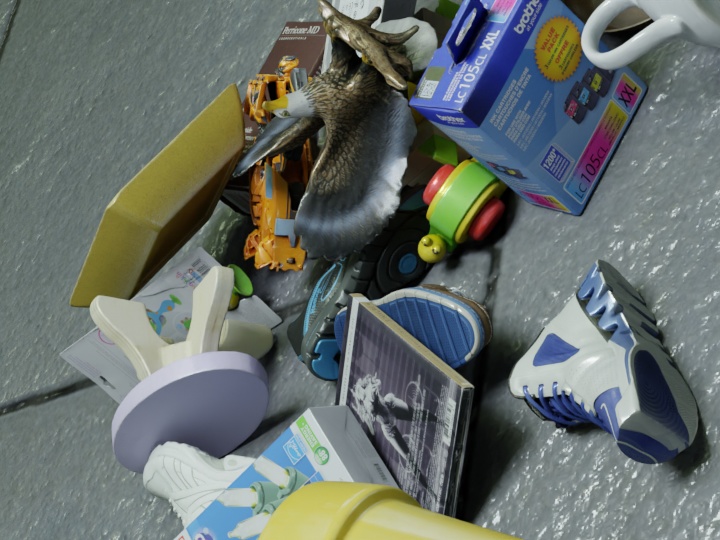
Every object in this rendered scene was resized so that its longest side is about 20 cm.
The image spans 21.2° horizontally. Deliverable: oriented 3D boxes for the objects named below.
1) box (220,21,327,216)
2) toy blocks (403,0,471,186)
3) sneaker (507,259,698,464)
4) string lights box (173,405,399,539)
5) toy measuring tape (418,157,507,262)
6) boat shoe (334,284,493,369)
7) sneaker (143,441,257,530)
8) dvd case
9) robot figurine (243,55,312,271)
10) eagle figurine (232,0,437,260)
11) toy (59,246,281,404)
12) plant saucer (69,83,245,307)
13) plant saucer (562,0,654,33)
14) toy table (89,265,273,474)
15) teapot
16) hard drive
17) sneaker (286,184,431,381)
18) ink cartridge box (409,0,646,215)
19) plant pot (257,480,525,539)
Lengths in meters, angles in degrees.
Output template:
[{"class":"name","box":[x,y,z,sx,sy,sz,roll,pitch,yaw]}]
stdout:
[{"class":"box","box":[-0.071,-0.154,1.964,0.100,0.075,0.201,9,66,54]},{"class":"toy blocks","box":[0.042,-0.145,1.815,0.137,0.100,0.201,-39,42,42]},{"class":"sneaker","box":[0.178,0.091,1.459,0.115,0.080,0.200,-44,28,21]},{"class":"string lights box","box":[-0.064,0.213,1.595,0.200,0.059,0.103,-45,65,25]},{"class":"toy measuring tape","box":[0.113,-0.091,1.686,0.200,0.073,0.074,-54,34,1]},{"class":"boat shoe","box":[0.056,0.041,1.631,0.072,0.073,0.200,-20,11,-32]},{"class":"sneaker","box":[-0.140,0.213,1.729,0.200,0.078,0.100,0,64,51]},{"class":"dvd case","box":[0.031,0.124,1.583,0.200,0.016,0.150,38,126,55]},{"class":"robot figurine","box":[-0.078,-0.103,1.830,0.145,0.058,0.201,-156,66,-76]},{"class":"eagle figurine","box":[-0.024,-0.134,1.678,0.152,0.150,0.201,-80,5,-51]},{"class":"toy","box":[-0.185,0.055,1.887,0.200,0.115,0.047,-34,28,28]},{"class":"plant saucer","box":[-0.185,-0.059,1.850,0.200,0.048,0.200,-50,-5,-35]},{"class":"plant saucer","box":[0.266,-0.289,1.712,0.200,0.032,0.201,-30,42,31]},{"class":"toy table","box":[-0.163,0.092,1.783,0.200,0.183,0.118,-36,48,37]},{"class":"teapot","box":[0.277,-0.271,1.557,0.146,0.199,0.199,19,116,63]},{"class":"hard drive","box":[0.003,-0.199,1.791,0.140,0.038,0.201,178,101,-69]},{"class":"sneaker","box":[0.000,0.000,1.745,0.200,0.073,0.082,-53,33,0]},{"class":"ink cartridge box","box":[0.132,-0.156,1.607,0.076,0.200,0.137,14,72,54]},{"class":"plant pot","box":[0.043,0.257,1.385,0.188,0.201,0.202,-1,59,31]}]
